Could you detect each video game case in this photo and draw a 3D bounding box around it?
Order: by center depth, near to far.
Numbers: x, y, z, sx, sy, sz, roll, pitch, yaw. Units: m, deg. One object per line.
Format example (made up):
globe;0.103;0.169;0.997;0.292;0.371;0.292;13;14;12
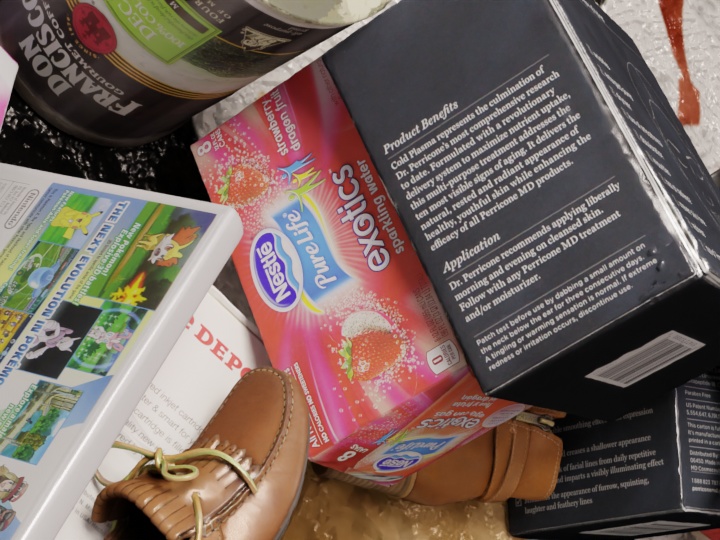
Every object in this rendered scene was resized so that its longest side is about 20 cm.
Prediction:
video game case;-0.176;0.033;0.722;0.200;0.182;0.022;-61;149;-33

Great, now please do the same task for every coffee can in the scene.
coffee can;-0.088;-0.163;0.823;0.146;0.200;0.147;13;69;-35

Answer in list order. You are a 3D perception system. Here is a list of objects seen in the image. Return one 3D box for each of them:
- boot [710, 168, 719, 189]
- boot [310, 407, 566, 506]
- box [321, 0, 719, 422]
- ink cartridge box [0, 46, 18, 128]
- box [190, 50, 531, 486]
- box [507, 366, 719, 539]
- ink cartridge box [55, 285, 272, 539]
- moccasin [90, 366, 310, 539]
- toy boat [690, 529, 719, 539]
boot;0.215;0.036;0.911;0.132;0.070;0.200;44;43;-17
boot;0.058;0.040;0.943;0.155;0.077;0.201;10;76;-23
box;0.107;-0.039;0.815;0.200;0.124;0.197;19;44;-62
ink cartridge box;-0.233;-0.118;0.712;0.196;0.043;0.200;51;35;-45
box;0.000;0.000;0.833;0.095;0.100;0.200;28;35;-57
box;0.175;0.065;1.002;0.107;0.148;0.201;10;72;-37
ink cartridge box;-0.139;0.092;0.784;0.147;0.083;0.200;45;54;-22
moccasin;-0.092;0.119;0.718;0.201;0.074;0.078;-50;121;-26
toy boat;0.290;0.092;1.097;0.131;0.131;0.200;52;52;-15
